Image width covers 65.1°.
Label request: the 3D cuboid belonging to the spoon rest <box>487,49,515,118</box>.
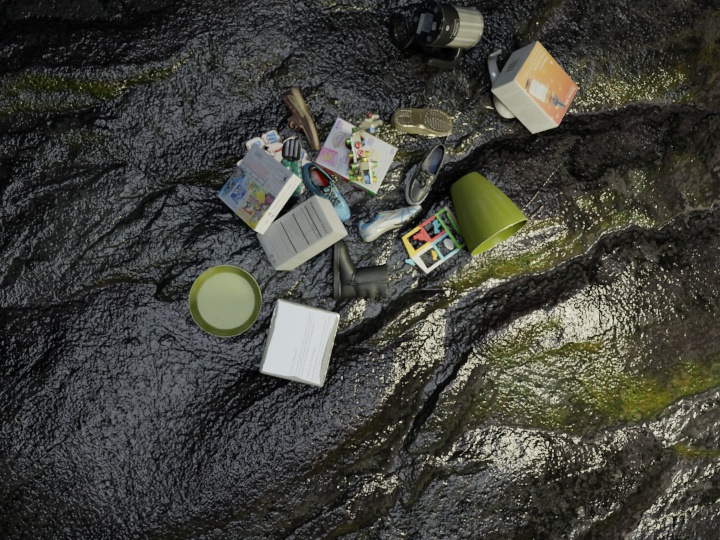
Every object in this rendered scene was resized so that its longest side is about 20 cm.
[{"bbox_3d":[0.434,-0.560,1.707,0.099,0.061,0.200,-27,105,-7],"label":"spoon rest"}]

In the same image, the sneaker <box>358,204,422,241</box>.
[{"bbox_3d":[0.086,-0.151,1.635,0.200,0.072,0.073,-25,84,-11],"label":"sneaker"}]

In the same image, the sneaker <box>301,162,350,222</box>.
[{"bbox_3d":[-0.099,-0.217,1.597,0.078,0.090,0.200,-40,103,-8],"label":"sneaker"}]

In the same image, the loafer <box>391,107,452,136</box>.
[{"bbox_3d":[0.177,-0.437,1.659,0.200,0.068,0.076,4,89,-23],"label":"loafer"}]

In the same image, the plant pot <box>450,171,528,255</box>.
[{"bbox_3d":[0.348,-0.176,1.628,0.187,0.187,0.200,-28,77,-7],"label":"plant pot"}]

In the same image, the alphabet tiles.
[{"bbox_3d":[-0.243,-0.297,1.624,0.195,0.015,0.200,-27,92,-7],"label":"alphabet tiles"}]

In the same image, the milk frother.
[{"bbox_3d":[0.214,-0.708,1.646,0.188,0.181,0.200,-14,56,-41],"label":"milk frother"}]

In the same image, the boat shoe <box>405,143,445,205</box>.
[{"bbox_3d":[0.196,-0.284,1.654,0.070,0.066,0.200,32,84,-5],"label":"boat shoe"}]

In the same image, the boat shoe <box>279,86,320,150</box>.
[{"bbox_3d":[-0.174,-0.425,1.611,0.072,0.072,0.200,-23,85,1],"label":"boat shoe"}]

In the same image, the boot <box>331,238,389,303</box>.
[{"bbox_3d":[0.000,-0.001,1.616,0.162,0.073,0.199,-2,95,-5],"label":"boot"}]

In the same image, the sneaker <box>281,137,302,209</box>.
[{"bbox_3d":[-0.191,-0.274,1.594,0.074,0.088,0.200,14,111,0],"label":"sneaker"}]

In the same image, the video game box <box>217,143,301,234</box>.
[{"bbox_3d":[-0.277,-0.223,1.531,0.200,0.047,0.182,41,95,34],"label":"video game box"}]

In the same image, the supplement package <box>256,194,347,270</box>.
[{"bbox_3d":[-0.158,-0.099,1.538,0.200,0.117,0.117,-31,81,14],"label":"supplement package"}]

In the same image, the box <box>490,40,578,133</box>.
[{"bbox_3d":[0.509,-0.530,1.648,0.200,0.106,0.152,36,75,-22],"label":"box"}]

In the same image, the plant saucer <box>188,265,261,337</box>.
[{"bbox_3d":[-0.378,0.086,1.585,0.199,0.031,0.201,0,87,-8],"label":"plant saucer"}]

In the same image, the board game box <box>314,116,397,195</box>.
[{"bbox_3d":[-0.013,-0.331,1.641,0.200,0.040,0.153,27,85,-6],"label":"board game box"}]

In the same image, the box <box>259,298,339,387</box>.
[{"bbox_3d":[-0.167,0.190,1.524,0.171,0.199,0.201,13,85,-6],"label":"box"}]

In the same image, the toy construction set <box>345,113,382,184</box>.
[{"bbox_3d":[0.004,-0.330,1.557,0.092,0.131,0.201,6,87,-8],"label":"toy construction set"}]

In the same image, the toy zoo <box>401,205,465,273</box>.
[{"bbox_3d":[0.212,-0.082,1.672,0.200,0.020,0.131,-35,93,-8],"label":"toy zoo"}]
